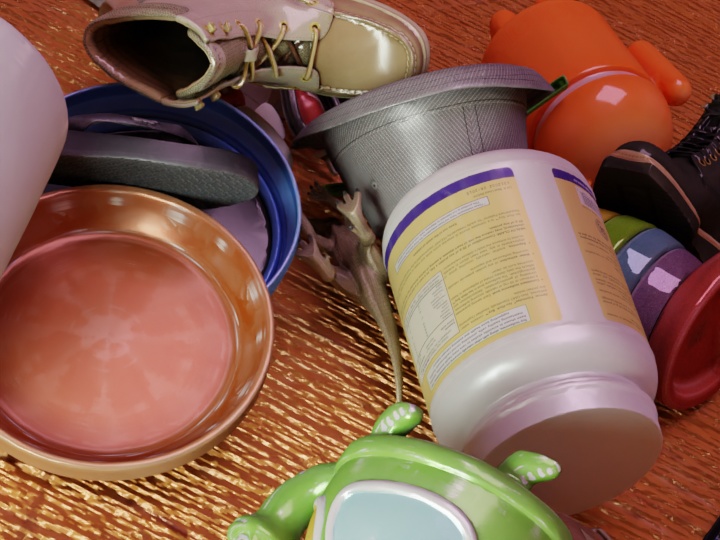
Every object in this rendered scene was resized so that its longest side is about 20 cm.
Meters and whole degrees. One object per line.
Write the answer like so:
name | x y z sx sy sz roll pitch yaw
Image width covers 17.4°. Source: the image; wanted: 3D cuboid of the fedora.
fedora | 0.049 -0.071 1.586 0.176 0.200 0.091 -8 81 -27

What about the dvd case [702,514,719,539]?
dvd case | 0.299 0.187 1.517 0.142 0.018 0.200 30 35 13

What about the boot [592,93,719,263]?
boot | 0.234 -0.086 1.680 0.077 0.139 0.200 18 -13 26

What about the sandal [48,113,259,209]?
sandal | -0.159 -0.078 1.452 0.199 0.076 0.043 9 71 -2

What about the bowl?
bowl | -0.138 -0.032 1.499 0.200 0.039 0.201 4 55 -6

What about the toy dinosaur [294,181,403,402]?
toy dinosaur | 0.000 0.000 1.547 0.101 0.058 0.200 53 6 -41

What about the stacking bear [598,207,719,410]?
stacking bear | 0.159 0.003 1.621 0.200 0.122 0.114 30 36 27

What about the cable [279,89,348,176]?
cable | -0.059 -0.157 1.699 0.200 0.050 0.097 51 43 -8

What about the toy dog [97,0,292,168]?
toy dog | -0.117 -0.118 1.656 0.131 0.096 0.201 -1 51 -11

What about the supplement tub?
supplement tub | 0.103 0.040 1.479 0.145 0.146 0.201 4 50 -25

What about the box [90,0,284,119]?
box | -0.096 -0.196 1.809 0.200 0.041 0.156 38 37 21

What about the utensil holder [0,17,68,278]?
utensil holder | -0.273 -0.039 1.328 0.169 0.170 0.200 21 48 -1

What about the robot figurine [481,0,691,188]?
robot figurine | 0.163 -0.127 1.794 0.143 0.117 0.200 12 32 -35

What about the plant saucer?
plant saucer | -0.152 0.038 1.404 0.199 0.032 0.201 4 56 -6

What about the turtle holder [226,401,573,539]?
turtle holder | 0.021 0.157 1.292 0.185 0.141 0.132 28 61 4

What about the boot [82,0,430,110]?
boot | -0.066 -0.142 1.529 0.199 0.072 0.155 14 18 13

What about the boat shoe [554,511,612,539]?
boat shoe | 0.146 0.210 1.348 0.072 0.076 0.200 5 39 -28

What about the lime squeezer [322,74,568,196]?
lime squeezer | 0.062 -0.082 1.724 0.199 0.071 0.038 -24 88 -12
